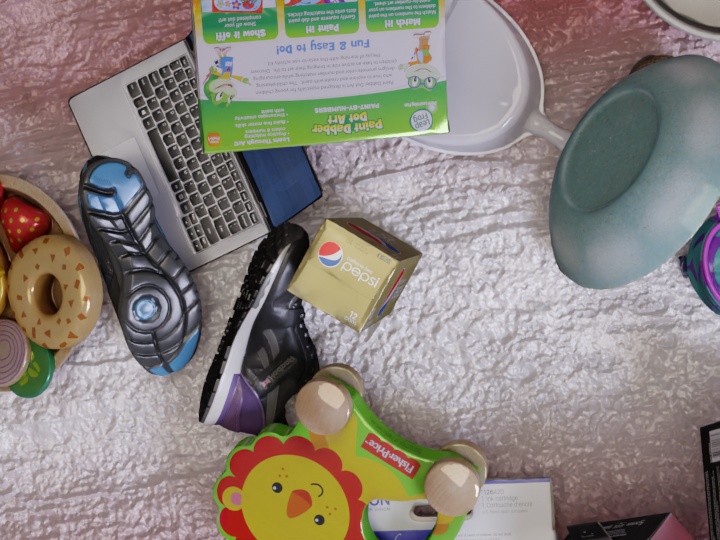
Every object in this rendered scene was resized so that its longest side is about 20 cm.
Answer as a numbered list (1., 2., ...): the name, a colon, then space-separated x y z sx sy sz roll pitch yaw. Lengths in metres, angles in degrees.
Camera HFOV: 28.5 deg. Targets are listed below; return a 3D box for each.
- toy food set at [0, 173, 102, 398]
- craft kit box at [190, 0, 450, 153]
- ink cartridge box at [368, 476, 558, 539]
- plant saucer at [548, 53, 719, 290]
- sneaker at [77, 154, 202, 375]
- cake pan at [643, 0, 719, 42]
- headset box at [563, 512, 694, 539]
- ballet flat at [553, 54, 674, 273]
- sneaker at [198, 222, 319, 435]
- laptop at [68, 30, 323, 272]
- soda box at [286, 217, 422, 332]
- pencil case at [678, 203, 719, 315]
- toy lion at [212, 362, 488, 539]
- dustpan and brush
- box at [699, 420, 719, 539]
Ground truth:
1. toy food set: -0.326 0.016 1.259 0.198 0.049 0.200 -45 79 19
2. craft kit box: -0.032 -0.197 1.088 0.197 0.049 0.200 -5 106 -8
3. ink cartridge box: 0.077 0.279 1.232 0.195 0.047 0.203 -3 90 10
4. plant saucer: 0.204 -0.085 1.093 0.038 0.201 0.202 27 98 -27
5. sneaker: -0.192 -0.008 1.234 0.072 0.082 0.202 -19 108 -16
6. cake pan: 0.309 -0.288 1.170 0.197 0.037 0.203 0 93 9
7. headset box: 0.237 0.280 1.134 0.075 0.148 0.200 -43 94 -26
8. ballet flat: 0.220 -0.084 1.180 0.067 0.046 0.202 23 94 -30
9. sneaker: -0.068 0.053 1.221 0.087 0.076 0.202 18 116 -13
10. laptop: -0.146 -0.107 1.209 0.198 0.116 0.189 -25 88 9
11. soda box: 0.000 0.000 1.149 0.067 0.200 0.064 30 96 6
12. pencil case: 0.297 -0.008 1.103 0.084 0.200 0.093 -20 87 9
13. toy lion: -0.018 0.193 1.196 0.199 0.069 0.193 30 106 4
14. dustpan and brush: 0.124 -0.139 1.204 0.199 0.057 0.141 33 99 13
15. box: 0.322 0.219 1.086 0.109 0.035 0.203 6 73 -23
